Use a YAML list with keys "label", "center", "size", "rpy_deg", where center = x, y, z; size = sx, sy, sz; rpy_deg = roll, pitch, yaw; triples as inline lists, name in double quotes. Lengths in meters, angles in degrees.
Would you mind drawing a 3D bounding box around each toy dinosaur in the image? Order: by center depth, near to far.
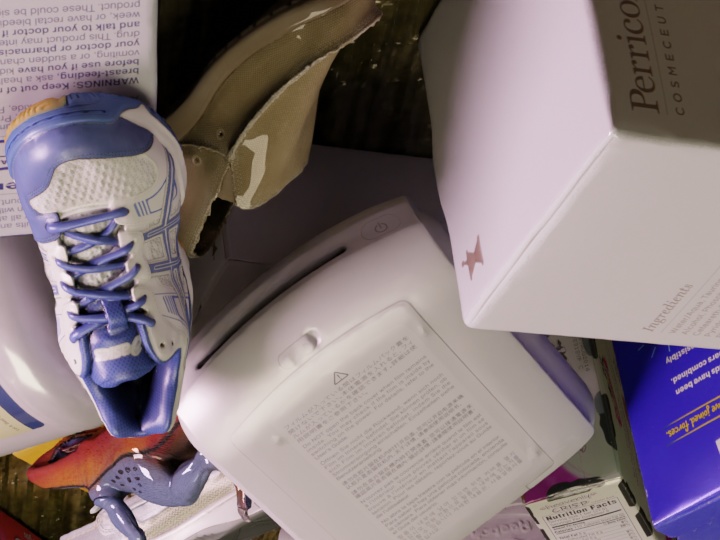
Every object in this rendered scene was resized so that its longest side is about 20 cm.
- label: "toy dinosaur"
  center: [-0.116, 0.087, 1.544]
  size: [0.180, 0.105, 0.201]
  rpy_deg: [3, 136, 30]

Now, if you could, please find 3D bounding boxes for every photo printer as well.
- label: "photo printer"
  center: [0.007, 0.060, 1.426]
  size: [0.166, 0.070, 0.200]
  rpy_deg: [-37, 136, 7]

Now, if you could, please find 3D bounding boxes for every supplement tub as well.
- label: "supplement tub"
  center: [-0.216, 0.028, 1.418]
  size: [0.199, 0.146, 0.145]
  rpy_deg: [-18, 148, 27]

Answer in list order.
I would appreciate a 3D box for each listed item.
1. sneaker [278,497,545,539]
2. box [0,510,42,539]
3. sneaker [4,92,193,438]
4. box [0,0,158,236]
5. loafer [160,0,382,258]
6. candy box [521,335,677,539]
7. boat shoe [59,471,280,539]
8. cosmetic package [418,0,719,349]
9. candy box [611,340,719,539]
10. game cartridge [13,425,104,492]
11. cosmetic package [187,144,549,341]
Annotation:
- label: "sneaker"
  center: [0.043, 0.179, 1.815]
  size: [0.198, 0.077, 0.081]
  rpy_deg: [1, 157, -13]
- label: "box"
  center: [-0.239, 0.220, 1.781]
  size: [0.102, 0.095, 0.200]
  rpy_deg: [-18, 147, 17]
- label: "sneaker"
  center: [-0.105, 0.001, 1.270]
  size: [0.075, 0.089, 0.200]
  rpy_deg: [-11, 148, 3]
- label: "box"
  center: [-0.182, -0.107, 1.255]
  size: [0.182, 0.106, 0.200]
  rpy_deg: [-5, 148, -8]
- label: "loafer"
  center: [-0.047, -0.074, 1.353]
  size: [0.067, 0.076, 0.200]
  rpy_deg: [47, 134, -4]
- label: "candy box"
  center: [0.133, 0.108, 1.655]
  size: [0.061, 0.137, 0.200]
  rpy_deg: [-16, 147, 10]
- label: "boat shoe"
  center: [-0.098, 0.131, 1.660]
  size: [0.201, 0.065, 0.074]
  rpy_deg: [-26, 164, 34]
- label: "cosmetic package"
  center: [0.154, -0.075, 1.332]
  size: [0.199, 0.168, 0.167]
  rpy_deg: [5, 147, -22]
- label: "candy box"
  center: [0.212, 0.020, 1.469]
  size: [0.169, 0.201, 0.077]
  rpy_deg: [-30, 143, 32]
- label: "game cartridge"
  center: [-0.074, 0.085, 1.671]
  size: [0.199, 0.033, 0.176]
  rpy_deg: [-28, 144, 24]
- label: "cosmetic package"
  center: [0.000, 0.000, 1.495]
  size: [0.199, 0.085, 0.108]
  rpy_deg: [8, 145, -23]
